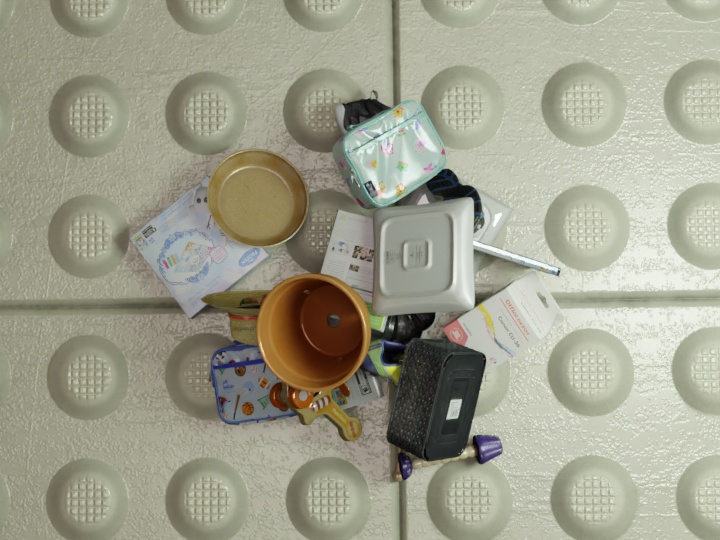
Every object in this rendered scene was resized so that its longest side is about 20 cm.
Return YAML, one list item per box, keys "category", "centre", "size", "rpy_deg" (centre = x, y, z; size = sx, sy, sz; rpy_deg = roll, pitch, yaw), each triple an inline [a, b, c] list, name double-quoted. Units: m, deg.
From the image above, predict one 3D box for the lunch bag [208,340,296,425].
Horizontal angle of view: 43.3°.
- category: "lunch bag"
  centre: [-0.192, 0.207, 1.735]
  size: [0.198, 0.076, 0.162]
  rpy_deg: [-9, 88, 15]

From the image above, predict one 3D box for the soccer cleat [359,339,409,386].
- category: "soccer cleat"
  centre: [0.086, 0.177, 1.684]
  size: [0.199, 0.083, 0.065]
  rpy_deg: [22, 50, -35]

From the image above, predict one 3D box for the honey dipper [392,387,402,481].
- category: "honey dipper"
  centre: [0.079, 0.307, 1.751]
  size: [0.038, 0.038, 0.202]
  rpy_deg: [4, 88, 3]

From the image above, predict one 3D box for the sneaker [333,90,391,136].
- category: "sneaker"
  centre: [0.035, -0.251, 1.764]
  size: [0.113, 0.075, 0.201]
  rpy_deg: [-28, 87, -1]

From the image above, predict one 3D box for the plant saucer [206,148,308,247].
- category: "plant saucer"
  centre: [-0.201, -0.136, 1.765]
  size: [0.198, 0.035, 0.202]
  rpy_deg: [4, 74, -14]

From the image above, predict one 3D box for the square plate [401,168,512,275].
- category: "square plate"
  centre: [0.165, -0.084, 1.773]
  size: [0.197, 0.028, 0.201]
  rpy_deg: [31, 88, 3]

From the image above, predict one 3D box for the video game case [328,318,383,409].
- category: "video game case"
  centre: [-0.064, 0.169, 1.736]
  size: [0.181, 0.023, 0.202]
  rpy_deg: [-21, 86, 27]

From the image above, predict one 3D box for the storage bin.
- category: "storage bin"
  centre: [0.139, 0.233, 1.656]
  size: [0.093, 0.135, 0.202]
  rpy_deg: [17, 98, 41]

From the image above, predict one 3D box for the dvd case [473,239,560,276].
- category: "dvd case"
  centre: [0.257, -0.032, 1.688]
  size: [0.198, 0.143, 0.018]
  rpy_deg: [17, 93, -11]

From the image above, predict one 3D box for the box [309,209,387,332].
- category: "box"
  centre: [0.000, 0.000, 1.680]
  size: [0.143, 0.036, 0.202]
  rpy_deg: [14, 81, 14]

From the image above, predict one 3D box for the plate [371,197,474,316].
- category: "plate"
  centre: [0.104, -0.025, 1.602]
  size: [0.198, 0.032, 0.202]
  rpy_deg: [-5, 77, 28]

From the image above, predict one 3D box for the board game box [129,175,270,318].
- category: "board game box"
  centre: [-0.314, -0.045, 1.784]
  size: [0.199, 0.043, 0.200]
  rpy_deg: [-38, 85, 0]

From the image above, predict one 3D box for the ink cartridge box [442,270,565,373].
- category: "ink cartridge box"
  centre: [0.268, 0.100, 1.696]
  size: [0.199, 0.067, 0.117]
  rpy_deg: [-37, 85, 29]

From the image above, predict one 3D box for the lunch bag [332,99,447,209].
- category: "lunch bag"
  centre: [0.052, -0.218, 1.695]
  size: [0.199, 0.077, 0.161]
  rpy_deg: [-33, 103, -19]

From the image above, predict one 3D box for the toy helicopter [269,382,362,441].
- category: "toy helicopter"
  centre: [-0.063, 0.237, 1.671]
  size: [0.200, 0.079, 0.133]
  rpy_deg: [47, 57, -24]

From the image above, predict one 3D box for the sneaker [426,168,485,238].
- category: "sneaker"
  centre: [0.188, -0.115, 1.670]
  size: [0.075, 0.201, 0.077]
  rpy_deg: [-32, 125, 7]

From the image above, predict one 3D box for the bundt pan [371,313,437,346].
- category: "bundt pan"
  centre: [0.064, 0.047, 1.734]
  size: [0.200, 0.076, 0.204]
  rpy_deg: [0, 90, 15]

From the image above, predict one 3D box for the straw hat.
- category: "straw hat"
  centre: [-0.198, 0.094, 1.701]
  size: [0.199, 0.201, 0.086]
  rpy_deg: [2, 100, 3]

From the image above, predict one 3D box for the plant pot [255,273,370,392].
- category: "plant pot"
  centre: [-0.067, 0.098, 1.590]
  size: [0.198, 0.140, 0.203]
  rpy_deg: [2, 97, 15]

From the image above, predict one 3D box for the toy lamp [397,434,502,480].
- category: "toy lamp"
  centre: [0.171, 0.351, 1.726]
  size: [0.198, 0.058, 0.059]
  rpy_deg: [-9, 86, -7]
